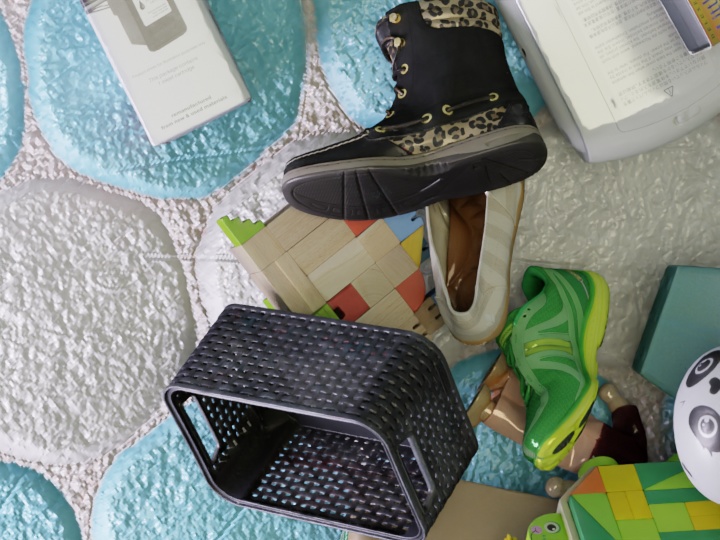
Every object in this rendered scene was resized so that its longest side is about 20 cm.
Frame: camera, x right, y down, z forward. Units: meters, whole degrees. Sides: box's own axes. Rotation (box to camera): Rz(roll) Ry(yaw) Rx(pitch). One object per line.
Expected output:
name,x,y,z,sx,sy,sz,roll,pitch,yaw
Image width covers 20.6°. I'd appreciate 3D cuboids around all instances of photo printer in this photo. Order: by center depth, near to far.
photo printer,0.205,-0.193,1.547,0.166,0.069,0.200,-28,94,-5

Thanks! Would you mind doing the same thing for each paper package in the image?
paper package,0.072,0.263,1.493,0.191,0.200,0.103,13,133,-5

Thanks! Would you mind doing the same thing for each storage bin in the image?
storage bin,-0.029,0.112,1.469,0.094,0.200,0.135,-56,139,-35

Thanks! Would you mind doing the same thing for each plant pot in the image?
plant pot,0.322,0.068,1.541,0.200,0.141,0.141,20,92,3

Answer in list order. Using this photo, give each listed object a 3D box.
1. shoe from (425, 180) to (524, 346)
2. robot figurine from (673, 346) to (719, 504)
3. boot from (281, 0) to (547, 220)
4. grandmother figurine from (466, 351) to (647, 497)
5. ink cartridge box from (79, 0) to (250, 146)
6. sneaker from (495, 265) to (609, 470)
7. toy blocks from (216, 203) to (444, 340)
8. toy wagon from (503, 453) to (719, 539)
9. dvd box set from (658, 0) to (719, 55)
shoe,0.087,-0.044,1.522,0.070,0.053,0.200,-9,67,24
robot figurine,0.324,0.107,1.410,0.200,0.150,0.125,-4,100,10
boot,0.032,-0.125,1.511,0.200,0.073,0.151,-12,60,4
grandmother figurine,0.182,0.140,1.562,0.200,0.061,0.121,32,64,2
ink cartridge box,-0.160,-0.200,1.485,0.083,0.145,0.200,-26,95,0
sneaker,0.140,0.074,1.518,0.084,0.200,0.074,17,133,-2
toy blocks,0.000,0.000,1.543,0.137,0.100,0.200,-39,96,-13
toy wagon,0.204,0.197,1.453,0.200,0.155,0.040,-2,129,-10
dvd box set,0.291,-0.273,1.524,0.200,0.029,0.146,-35,98,-30
